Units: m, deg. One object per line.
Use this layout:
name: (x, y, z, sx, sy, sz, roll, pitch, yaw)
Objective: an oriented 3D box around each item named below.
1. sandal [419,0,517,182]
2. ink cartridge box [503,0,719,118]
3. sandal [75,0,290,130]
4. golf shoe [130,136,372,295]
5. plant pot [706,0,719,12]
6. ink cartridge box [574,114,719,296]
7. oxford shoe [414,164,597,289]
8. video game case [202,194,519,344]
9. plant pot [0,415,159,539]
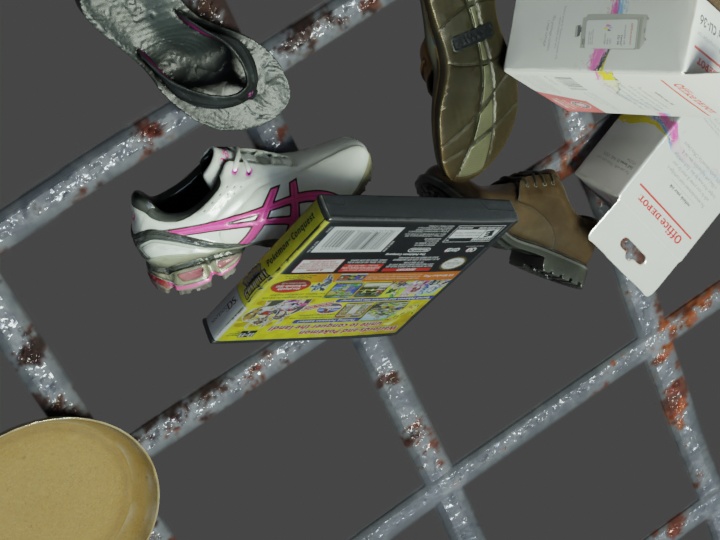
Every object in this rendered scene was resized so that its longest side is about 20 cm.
sandal: (0.073, -0.172, 1.431, 0.081, 0.055, 0.201, -23, 113, -24)
ink cartridge box: (0.228, -0.168, 1.407, 0.116, 0.199, 0.068, 21, 78, -54)
sandal: (-0.126, -0.157, 1.319, 0.200, 0.048, 0.075, 33, 98, -39)
golf shoe: (-0.082, -0.060, 1.388, 0.199, 0.073, 0.092, -27, 126, -14)
plant pot: (0.293, -0.264, 1.436, 0.187, 0.187, 0.200, -46, 144, 1)
ink cartridge box: (0.269, -0.091, 1.572, 0.200, 0.067, 0.117, -51, 130, -2)
oxford shoe: (0.125, -0.056, 1.526, 0.200, 0.073, 0.085, 24, 86, -40)
video game case: (0.000, 0.000, 1.431, 0.199, 0.026, 0.181, -1, 148, -40)
plant pot: (-0.261, 0.200, 1.466, 0.199, 0.027, 0.201, -15, 124, -24)
